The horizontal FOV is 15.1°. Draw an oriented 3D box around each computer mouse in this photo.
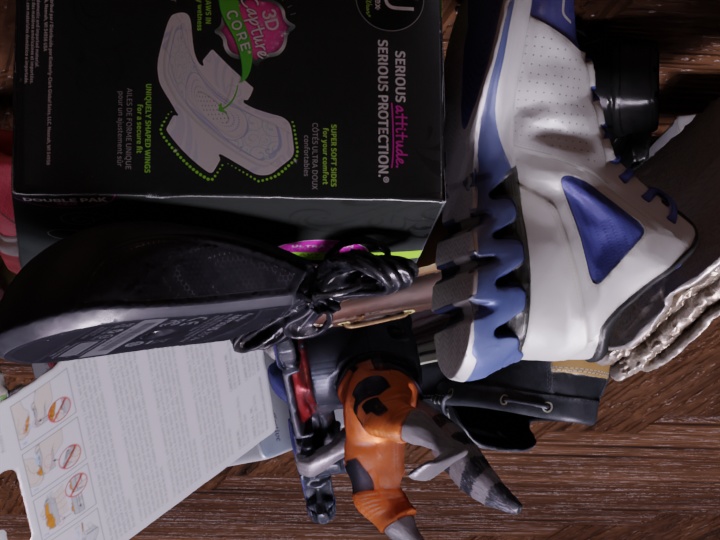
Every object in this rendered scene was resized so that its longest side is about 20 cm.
[{"bbox_3d":[-0.086,0.005,1.262,0.199,0.053,0.138,-4,168,-38],"label":"computer mouse"}]

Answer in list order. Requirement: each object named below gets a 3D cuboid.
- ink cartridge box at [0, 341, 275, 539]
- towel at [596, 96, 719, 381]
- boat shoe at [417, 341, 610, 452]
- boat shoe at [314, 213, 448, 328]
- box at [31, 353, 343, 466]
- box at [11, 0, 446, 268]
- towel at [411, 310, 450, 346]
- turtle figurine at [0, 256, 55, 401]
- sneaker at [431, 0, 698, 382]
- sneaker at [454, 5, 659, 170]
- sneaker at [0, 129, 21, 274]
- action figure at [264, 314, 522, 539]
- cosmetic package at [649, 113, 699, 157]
[{"bbox_3d":[-0.139,0.076,1.458,0.200,0.047,0.161,-34,141,-26],"label":"ink cartridge box"},{"bbox_3d":[0.183,-0.042,1.321,0.034,0.133,0.200,32,127,-20],"label":"towel"},{"bbox_3d":[0.070,0.072,1.530,0.074,0.063,0.200,8,166,-33],"label":"boat shoe"},{"bbox_3d":[0.000,0.000,1.414,0.198,0.071,0.071,-7,147,-6],"label":"boat shoe"},{"bbox_3d":[-0.070,0.056,1.703,0.183,0.106,0.199,-14,-176,43],"label":"box"},{"bbox_3d":[-0.064,-0.073,1.297,0.198,0.125,0.149,2,166,-5],"label":"box"},{"bbox_3d":[0.108,-0.002,1.607,0.199,0.032,0.191,-27,-175,-38],"label":"towel"},{"bbox_3d":[-0.169,0.026,1.596,0.193,0.201,0.144,23,-134,36],"label":"turtle figurine"},{"bbox_3d":[0.099,-0.044,1.275,0.114,0.201,0.081,5,177,-17],"label":"sneaker"},{"bbox_3d":[0.101,-0.083,1.409,0.103,0.060,0.200,-1,161,2],"label":"sneaker"},{"bbox_3d":[-0.124,-0.063,1.422,0.199,0.087,0.074,-19,-162,26],"label":"sneaker"},{"bbox_3d":[0.010,0.085,1.507,0.104,0.194,0.201,-17,141,-8],"label":"action figure"},{"bbox_3d":[0.259,-0.058,1.477,0.198,0.051,0.083,-6,165,-10],"label":"cosmetic package"}]
